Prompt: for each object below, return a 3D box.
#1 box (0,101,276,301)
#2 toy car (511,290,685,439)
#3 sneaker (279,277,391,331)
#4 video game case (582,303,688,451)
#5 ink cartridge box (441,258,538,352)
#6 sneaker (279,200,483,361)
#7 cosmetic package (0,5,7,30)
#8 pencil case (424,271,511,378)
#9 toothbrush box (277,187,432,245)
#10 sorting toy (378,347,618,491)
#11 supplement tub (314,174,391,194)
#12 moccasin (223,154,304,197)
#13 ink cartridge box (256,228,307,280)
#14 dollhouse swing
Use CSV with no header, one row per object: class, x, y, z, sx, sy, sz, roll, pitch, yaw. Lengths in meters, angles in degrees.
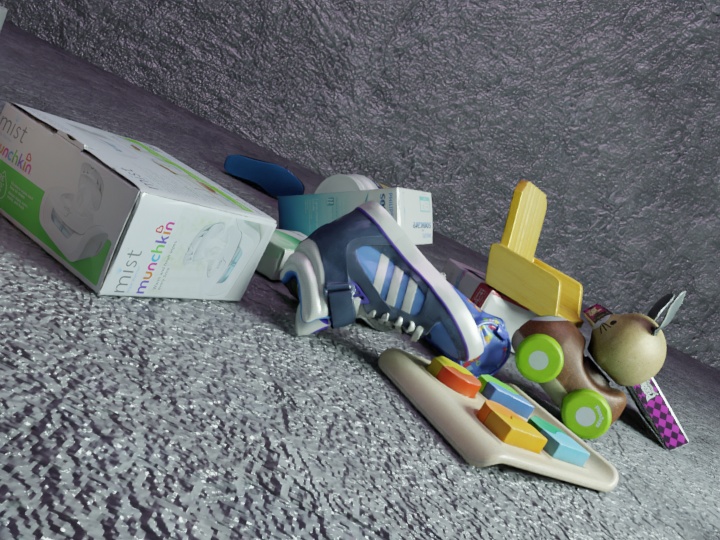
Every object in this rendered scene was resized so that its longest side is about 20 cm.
box,-0.214,-0.061,0.592,0.200,0.097,0.176,31,12,26
toy car,0.303,0.086,0.773,0.158,0.200,0.164,51,12,11
sneaker,-0.011,0.021,0.768,0.200,0.074,0.081,18,9,-47
video game case,0.421,0.156,0.983,0.201,0.036,0.181,60,13,0
ink cartridge box,0.229,0.064,1.115,0.147,0.086,0.200,23,12,-19
sneaker,0.010,0.042,0.635,0.200,0.146,0.081,52,-11,7
cosmetic package,-0.848,-0.522,1.271,0.199,0.123,0.200,21,12,-26
pencil case,0.117,0.062,0.839,0.078,0.087,0.200,39,3,-33
toothbrush box,-0.005,-0.076,0.969,0.199,0.086,0.146,0,3,26
sorting toy,0.137,0.139,0.627,0.199,0.037,0.185,19,12,-34
supplement tub,0.004,-0.116,1.294,0.144,0.145,0.200,32,11,30
moccasin,-0.219,-0.226,1.484,0.199,0.081,0.068,28,5,3
ink cartridge box,-0.147,-0.051,0.861,0.199,0.050,0.161,32,11,19
dollhouse swing,0.319,-0.025,1.056,0.181,0.176,0.200,33,11,28
